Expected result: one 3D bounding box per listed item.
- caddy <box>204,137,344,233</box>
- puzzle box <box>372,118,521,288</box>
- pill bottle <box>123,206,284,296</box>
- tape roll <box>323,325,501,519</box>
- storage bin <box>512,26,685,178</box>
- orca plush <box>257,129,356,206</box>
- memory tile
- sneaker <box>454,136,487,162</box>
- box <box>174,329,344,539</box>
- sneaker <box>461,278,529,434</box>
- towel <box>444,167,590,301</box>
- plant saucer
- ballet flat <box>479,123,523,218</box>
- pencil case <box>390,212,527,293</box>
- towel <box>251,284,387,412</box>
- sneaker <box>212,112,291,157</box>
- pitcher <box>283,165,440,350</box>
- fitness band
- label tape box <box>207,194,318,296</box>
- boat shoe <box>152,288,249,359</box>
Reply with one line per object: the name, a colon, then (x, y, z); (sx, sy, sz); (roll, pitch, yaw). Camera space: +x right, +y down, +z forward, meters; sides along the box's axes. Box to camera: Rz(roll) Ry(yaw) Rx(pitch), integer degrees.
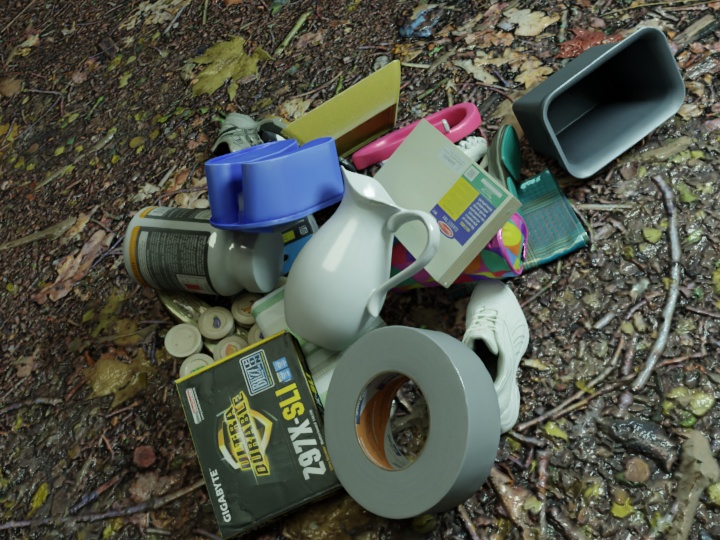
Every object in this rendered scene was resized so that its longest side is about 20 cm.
caddy: (-0.106, -0.102, 0.983); (0.140, 0.106, 0.199); (3, 21, 37)
puzzle box: (0.091, -0.087, 0.948); (0.133, 0.025, 0.200); (-48, 47, 10)
pill bottle: (-0.213, -0.025, 1.056); (0.198, 0.117, 0.117); (6, 57, 19)
tape roll: (0.052, 0.164, 0.843); (0.199, 0.066, 0.203); (-10, 75, 40)
storage bin: (0.316, -0.224, 1.055); (0.199, 0.146, 0.134); (-36, 21, -5)
orca plush: (-0.067, -0.128, 1.115); (0.104, 0.199, 0.072); (1, 67, 44)
memory tile: (-0.149, 0.100, 1.028); (0.198, 0.017, 0.154); (-26, 62, -13)
sneaker: (0.116, -0.128, 1.094); (0.199, 0.082, 0.075); (-34, 9, -34)
box: (-0.119, 0.196, 0.928); (0.158, 0.049, 0.202); (-24, 69, 3)
sneaker: (0.152, 0.083, 0.900); (0.077, 0.100, 0.202); (-7, 52, 18)
towel: (0.190, -0.051, 1.040); (0.198, 0.022, 0.148); (-22, 48, 7)
plant saucer: (-0.016, -0.221, 1.180); (0.199, 0.200, 0.049); (-31, 86, -1)
ballet flat: (0.183, -0.118, 1.040); (0.063, 0.067, 0.202); (-17, 47, 27)
pencil case: (0.113, -0.022, 0.974); (0.198, 0.088, 0.089); (-9, 49, 39)
towel: (-0.039, 0.090, 1.000); (0.148, 0.031, 0.201); (-31, 64, -5)
sneaker: (-0.169, -0.206, 1.289); (0.199, 0.076, 0.088); (12, 66, 43)
pitcher: (0.000, 0.000, 0.917); (0.171, 0.121, 0.202); (34, 103, 43)
fitness band: (0.081, -0.196, 1.142); (0.198, 0.038, 0.144); (-21, 17, 12)
label tape box: (-0.138, -0.055, 1.158); (0.142, 0.066, 0.201); (-24, 57, 5)
boat shoe: (-0.230, 0.067, 1.108); (0.063, 0.074, 0.200); (-40, 60, -18)
